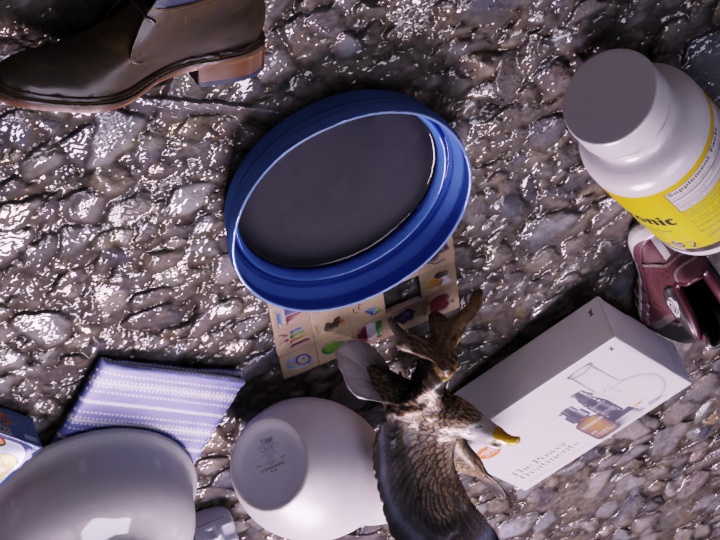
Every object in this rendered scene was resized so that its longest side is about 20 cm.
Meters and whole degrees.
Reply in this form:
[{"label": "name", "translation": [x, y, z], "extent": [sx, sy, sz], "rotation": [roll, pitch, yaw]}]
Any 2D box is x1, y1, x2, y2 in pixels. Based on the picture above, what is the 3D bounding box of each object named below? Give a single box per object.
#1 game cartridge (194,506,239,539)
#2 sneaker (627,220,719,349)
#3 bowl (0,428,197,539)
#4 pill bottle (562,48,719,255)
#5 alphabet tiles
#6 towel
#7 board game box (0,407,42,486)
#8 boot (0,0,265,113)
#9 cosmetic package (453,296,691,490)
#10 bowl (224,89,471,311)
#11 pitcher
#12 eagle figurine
[{"label": "game cartridge", "translation": [-0.200, 0.293, 1.900], "extent": [0.198, 0.041, 0.134], "rotation": [-21, 140, -11]}, {"label": "sneaker", "translation": [0.294, 0.038, 1.858], "extent": [0.075, 0.116, 0.200], "rotation": [-30, 144, 2]}, {"label": "bowl", "translation": [-0.217, 0.231, 1.735], "extent": [0.199, 0.091, 0.202], "rotation": [-17, 140, -14]}, {"label": "pill bottle", "translation": [0.241, -0.097, 1.664], "extent": [0.111, 0.112, 0.200], "rotation": [-38, 142, 13]}, {"label": "alphabet tiles", "translation": [0.000, 0.000, 1.708], "extent": [0.166, 0.008, 0.201], "rotation": [-22, 143, -10]}, {"label": "towel", "translation": [-0.198, 0.148, 1.745], "extent": [0.144, 0.024, 0.201], "rotation": [8, 129, -36]}, {"label": "board game box", "translation": [-0.362, 0.142, 1.610], "extent": [0.135, 0.035, 0.199], "rotation": [-43, 142, 18]}, {"label": "boot", "translation": [-0.150, -0.167, 1.365], "extent": [0.199, 0.075, 0.098], "rotation": [-15, 131, -30]}, {"label": "cosmetic package", "translation": [0.183, 0.116, 1.915], "extent": [0.199, 0.052, 0.150], "rotation": [-36, 142, 22]}, {"label": "bowl", "translation": [-0.012, -0.054, 1.597], "extent": [0.199, 0.040, 0.202], "rotation": [-17, 138, -16]}, {"label": "pitcher", "translation": [-0.045, 0.186, 1.822], "extent": [0.171, 0.122, 0.199], "rotation": [-27, 158, 24]}, {"label": "eagle figurine", "translation": [0.068, 0.142, 1.769], "extent": [0.151, 0.151, 0.202], "rotation": [-18, 126, -27]}]
